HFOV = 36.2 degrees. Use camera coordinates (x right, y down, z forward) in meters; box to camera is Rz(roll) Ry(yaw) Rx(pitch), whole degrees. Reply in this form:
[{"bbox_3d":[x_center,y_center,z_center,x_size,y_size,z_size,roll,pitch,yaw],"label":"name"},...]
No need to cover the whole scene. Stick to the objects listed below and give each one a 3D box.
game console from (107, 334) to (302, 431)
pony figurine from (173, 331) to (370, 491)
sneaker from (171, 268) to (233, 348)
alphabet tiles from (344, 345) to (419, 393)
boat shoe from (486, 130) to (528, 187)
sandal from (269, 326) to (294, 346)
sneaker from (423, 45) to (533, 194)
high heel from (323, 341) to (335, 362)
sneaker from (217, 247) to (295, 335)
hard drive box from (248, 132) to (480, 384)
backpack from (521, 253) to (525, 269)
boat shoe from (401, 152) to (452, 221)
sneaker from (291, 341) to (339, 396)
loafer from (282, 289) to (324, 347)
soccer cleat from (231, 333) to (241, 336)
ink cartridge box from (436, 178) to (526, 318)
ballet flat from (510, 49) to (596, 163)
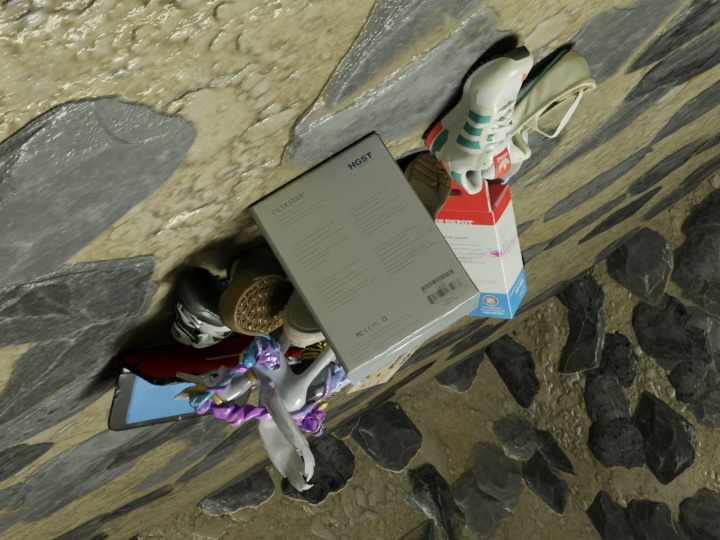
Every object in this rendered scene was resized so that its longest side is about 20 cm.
[{"bbox_3d":[-0.193,0.150,1.362,0.199,0.120,0.172,-7,-167,-33],"label":"game console"},{"bbox_3d":[-0.086,0.139,1.249,0.200,0.193,0.167,-39,169,-21],"label":"pony figurine"},{"bbox_3d":[-0.178,0.054,1.239,0.088,0.074,0.200,-35,168,4],"label":"sneaker"},{"bbox_3d":[0.057,0.102,1.501,0.167,0.008,0.200,-48,166,14],"label":"alphabet tiles"},{"bbox_3d":[0.158,-0.135,1.387,0.066,0.073,0.200,-61,-177,-37],"label":"boat shoe"},{"bbox_3d":[-0.031,0.024,1.345,0.200,0.076,0.043,-39,163,5],"label":"sandal"},{"bbox_3d":[0.142,-0.153,1.165,0.070,0.094,0.200,-25,167,-31],"label":"sneaker"},{"bbox_3d":[-0.040,0.130,1.642,0.199,0.072,0.143,9,-168,0],"label":"high heel"},{"bbox_3d":[-0.117,0.018,1.216,0.200,0.089,0.068,-25,125,-59],"label":"sneaker"},{"bbox_3d":[0.004,-0.012,1.123,0.155,0.201,0.077,-30,166,-4],"label":"hard drive box"},{"bbox_3d":[0.156,-0.028,1.593,0.126,0.168,0.200,-26,162,-4],"label":"backpack"},{"bbox_3d":[0.043,-0.053,1.249,0.067,0.072,0.200,-37,-164,44],"label":"boat shoe"},{"bbox_3d":[-0.075,0.121,1.438,0.074,0.085,0.200,5,171,-16],"label":"sneaker"},{"bbox_3d":[-0.025,0.030,1.230,0.200,0.072,0.063,-50,163,-46],"label":"loafer"},{"bbox_3d":[-0.201,0.108,1.464,0.199,0.070,0.087,-20,134,-10],"label":"soccer cleat"},{"bbox_3d":[0.133,-0.043,1.382,0.116,0.201,0.067,4,-145,28],"label":"ink cartridge box"},{"bbox_3d":[0.186,-0.164,1.256,0.200,0.070,0.069,-43,165,20],"label":"ballet flat"}]
